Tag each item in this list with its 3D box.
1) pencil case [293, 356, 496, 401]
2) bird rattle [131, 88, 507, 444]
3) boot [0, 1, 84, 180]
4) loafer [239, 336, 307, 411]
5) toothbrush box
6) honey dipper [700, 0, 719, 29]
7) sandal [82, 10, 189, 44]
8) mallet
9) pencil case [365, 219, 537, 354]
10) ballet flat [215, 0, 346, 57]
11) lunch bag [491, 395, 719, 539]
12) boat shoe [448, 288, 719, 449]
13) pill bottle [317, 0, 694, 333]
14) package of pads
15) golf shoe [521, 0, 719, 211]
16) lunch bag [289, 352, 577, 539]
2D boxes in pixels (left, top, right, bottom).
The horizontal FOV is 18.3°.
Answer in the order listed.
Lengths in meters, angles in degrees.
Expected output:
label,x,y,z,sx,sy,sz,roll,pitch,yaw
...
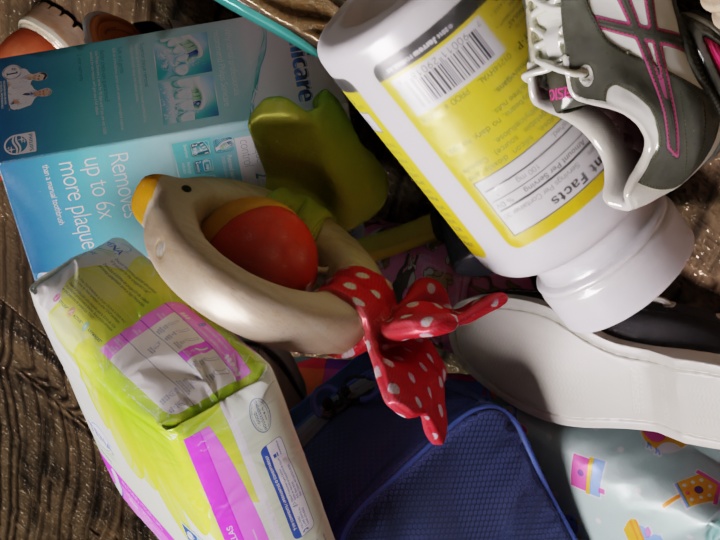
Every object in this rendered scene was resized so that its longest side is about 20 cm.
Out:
label,x,y,z,sx,sy,sz,roll,pitch,yaw
pencil case,0.016,0.095,1.413,0.198,0.089,0.089,6,148,7
bird rattle,-0.033,0.006,1.144,0.113,0.162,0.201,-59,42,33
boot,-0.226,-0.086,1.578,0.075,0.107,0.201,27,154,28
loafer,-0.044,0.116,1.332,0.071,0.063,0.200,-13,133,21
toothbrush box,-0.102,-0.062,1.298,0.147,0.198,0.086,84,175,-52
honey dipper,0.203,-0.079,1.005,0.200,0.038,0.038,50,156,-26
sandal,-0.086,-0.107,1.376,0.206,0.059,0.080,35,-150,-39
mallet,0.000,0.000,1.266,0.041,0.199,0.066,25,-137,-59
pencil case,0.035,0.012,1.365,0.199,0.082,0.087,8,112,53
ballet flat,-0.001,-0.129,1.178,0.199,0.073,0.068,37,-179,-10
lunch bag,0.172,0.144,1.324,0.170,0.122,0.201,28,147,29
boat shoe,0.145,0.044,1.226,0.199,0.060,0.074,10,123,30
pill bottle,0.078,-0.068,1.118,0.200,0.111,0.111,51,155,-18
package of pads,-0.093,0.083,1.168,0.200,0.068,0.155,36,151,54
golf shoe,0.106,-0.121,1.017,0.200,0.088,0.077,53,156,-20
lunch bag,0.024,0.142,1.265,0.132,0.136,0.201,24,147,54
